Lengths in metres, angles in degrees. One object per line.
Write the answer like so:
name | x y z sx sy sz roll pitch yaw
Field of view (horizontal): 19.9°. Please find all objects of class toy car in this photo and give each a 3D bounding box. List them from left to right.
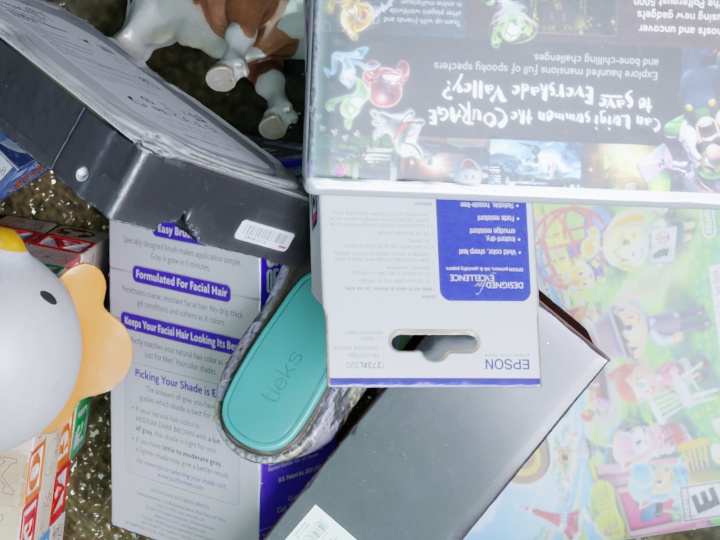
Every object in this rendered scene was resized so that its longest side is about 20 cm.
toy car | -0.186 0.014 0.893 0.199 0.184 0.178 4 109 -36

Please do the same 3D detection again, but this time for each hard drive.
hard drive | -0.120 -0.075 0.905 0.200 0.139 0.038 36 101 33

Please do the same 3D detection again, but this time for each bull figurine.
bull figurine | -0.025 -0.122 0.980 0.198 0.122 0.065 -11 136 3

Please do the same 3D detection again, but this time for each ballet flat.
ballet flat | 0.000 0.000 0.941 0.072 0.072 0.201 32 85 1

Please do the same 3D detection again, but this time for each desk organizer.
desk organizer | 0.023 0.089 0.951 0.072 0.077 0.200 38 97 -3

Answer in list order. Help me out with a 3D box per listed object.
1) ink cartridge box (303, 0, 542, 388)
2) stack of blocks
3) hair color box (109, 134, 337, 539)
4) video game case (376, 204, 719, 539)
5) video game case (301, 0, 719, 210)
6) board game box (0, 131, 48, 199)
ink cartridge box | 0.025 -0.046 0.884 0.094 0.037 0.202 1 75 -11
stack of blocks | -0.178 0.084 1.032 0.058 0.115 0.202 10 102 6
hair color box | -0.068 0.036 1.011 0.109 0.065 0.202 12 107 41
video game case | 0.095 0.034 0.991 0.180 0.022 0.202 -9 98 3
video game case | 0.078 -0.119 0.842 0.198 0.023 0.184 2 98 -5
board game box | -0.220 -0.123 0.989 0.200 0.135 0.034 46 110 -3
